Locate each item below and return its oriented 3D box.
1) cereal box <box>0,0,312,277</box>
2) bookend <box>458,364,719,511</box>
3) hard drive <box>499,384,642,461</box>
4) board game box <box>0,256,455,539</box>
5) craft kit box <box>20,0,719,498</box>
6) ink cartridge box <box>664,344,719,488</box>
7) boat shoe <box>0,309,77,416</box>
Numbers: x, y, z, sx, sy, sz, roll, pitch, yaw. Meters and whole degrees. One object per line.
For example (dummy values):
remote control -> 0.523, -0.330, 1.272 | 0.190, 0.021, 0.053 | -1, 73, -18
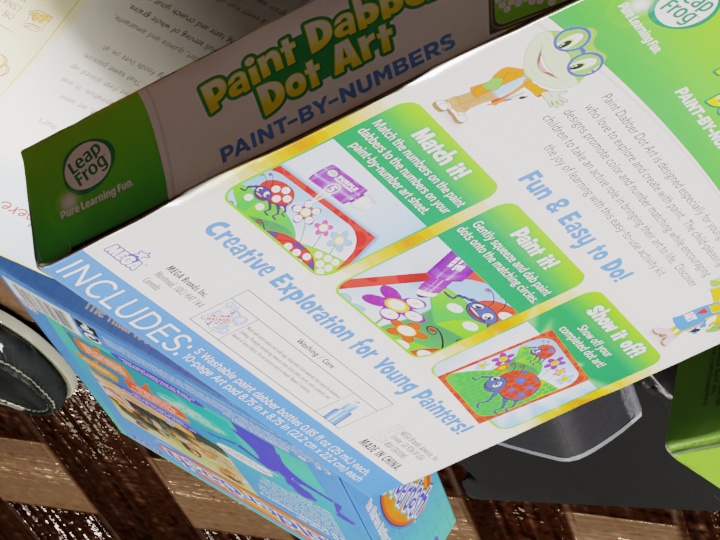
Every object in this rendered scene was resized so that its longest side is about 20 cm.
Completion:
cereal box -> -0.069, -0.085, 0.715 | 0.143, 0.040, 0.200 | 26, 122, -34
bookend -> 0.066, 0.002, 0.964 | 0.199, 0.092, 0.200 | 44, 154, -24
hard drive -> 0.000, 0.000, 0.871 | 0.199, 0.042, 0.135 | 21, 154, 31
board game box -> -0.046, 0.051, 0.922 | 0.152, 0.045, 0.200 | 29, 165, 18
craft kit box -> 0.038, -0.018, 0.687 | 0.197, 0.049, 0.200 | -23, 148, 18
ink cartridge box -> 0.214, 0.038, 0.890 | 0.200, 0.149, 0.076 | 32, 148, -32
boat shoe -> -0.233, 0.038, 1.217 | 0.074, 0.066, 0.199 | -12, 142, 42
